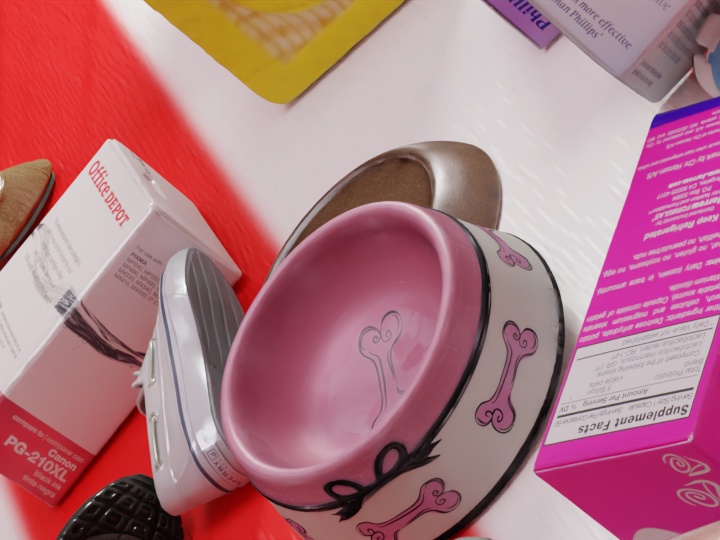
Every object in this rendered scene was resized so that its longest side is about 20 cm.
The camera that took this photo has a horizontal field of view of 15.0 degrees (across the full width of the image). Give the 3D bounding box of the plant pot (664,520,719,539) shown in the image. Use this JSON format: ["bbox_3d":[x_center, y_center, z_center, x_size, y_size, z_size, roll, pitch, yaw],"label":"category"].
[{"bbox_3d":[0.100,0.197,1.049,0.195,0.201,0.201,-28,34,24],"label":"plant pot"}]

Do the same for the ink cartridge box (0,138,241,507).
[{"bbox_3d":[-0.182,0.031,1.793,0.200,0.084,0.145,-50,27,6],"label":"ink cartridge box"}]

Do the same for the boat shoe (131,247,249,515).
[{"bbox_3d":[-0.108,0.063,1.643,0.067,0.074,0.200,-33,32,16],"label":"boat shoe"}]

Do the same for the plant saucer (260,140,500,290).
[{"bbox_3d":[0.000,0.000,1.605,0.200,0.032,0.200,-37,31,27],"label":"plant saucer"}]

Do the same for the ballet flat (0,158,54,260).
[{"bbox_3d":[-0.300,-0.016,2.050,0.068,0.072,0.200,-6,52,56],"label":"ballet flat"}]

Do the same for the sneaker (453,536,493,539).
[{"bbox_3d":[0.011,0.208,1.301,0.200,0.074,0.079,-46,17,-2],"label":"sneaker"}]

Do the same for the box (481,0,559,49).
[{"bbox_3d":[0.131,-0.265,1.646,0.200,0.097,0.176,-44,28,18],"label":"box"}]

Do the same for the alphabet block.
[{"bbox_3d":[-0.061,-0.271,1.849,0.195,0.196,0.200,-41,29,24],"label":"alphabet block"}]

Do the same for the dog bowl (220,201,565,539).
[{"bbox_3d":[0.009,0.051,1.446,0.200,0.074,0.201,-30,43,32],"label":"dog bowl"}]

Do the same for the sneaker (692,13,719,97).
[{"bbox_3d":[0.258,-0.146,1.349,0.200,0.075,0.087,-51,40,8],"label":"sneaker"}]

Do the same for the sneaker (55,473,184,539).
[{"bbox_3d":[-0.175,0.205,1.591,0.200,0.076,0.091,-59,19,-20],"label":"sneaker"}]

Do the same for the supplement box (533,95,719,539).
[{"bbox_3d":[0.169,0.026,1.226,0.103,0.101,0.200,-15,45,49],"label":"supplement box"}]

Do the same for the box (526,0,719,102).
[{"bbox_3d":[0.170,-0.197,1.398,0.200,0.105,0.184,-48,-9,7],"label":"box"}]
